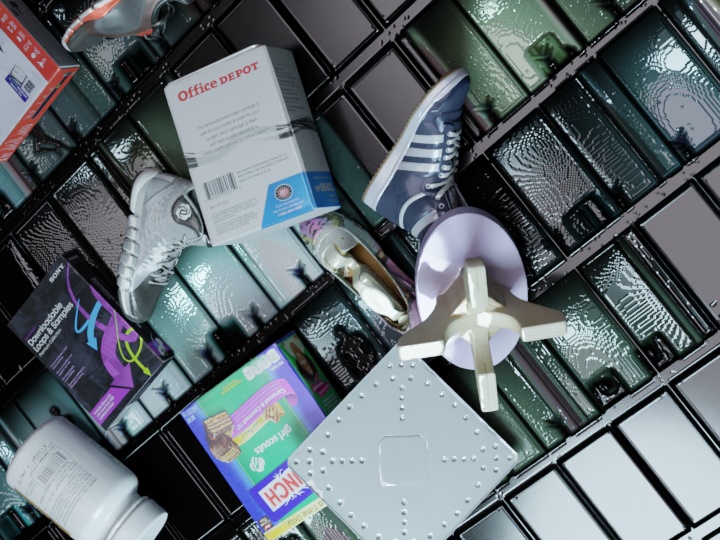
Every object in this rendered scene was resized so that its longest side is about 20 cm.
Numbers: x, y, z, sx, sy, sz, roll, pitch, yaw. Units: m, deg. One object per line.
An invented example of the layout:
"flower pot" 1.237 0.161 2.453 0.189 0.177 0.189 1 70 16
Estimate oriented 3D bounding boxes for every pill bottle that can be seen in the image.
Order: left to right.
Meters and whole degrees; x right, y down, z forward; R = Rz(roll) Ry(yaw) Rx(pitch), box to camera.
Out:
"pill bottle" -0.359 0.295 1.645 0.200 0.114 0.115 36 112 10

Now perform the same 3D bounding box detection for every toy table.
"toy table" 0.127 0.046 1.370 0.183 0.117 0.201 -19 117 7

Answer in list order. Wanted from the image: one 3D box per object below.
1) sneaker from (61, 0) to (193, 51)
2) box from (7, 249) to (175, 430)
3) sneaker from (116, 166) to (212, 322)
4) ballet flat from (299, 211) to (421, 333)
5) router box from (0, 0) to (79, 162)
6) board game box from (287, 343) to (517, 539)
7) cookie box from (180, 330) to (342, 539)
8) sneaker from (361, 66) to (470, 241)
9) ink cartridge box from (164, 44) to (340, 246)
"sneaker" -0.280 -0.304 1.504 0.199 0.077 0.082 -26 112 34
"box" -0.359 0.092 1.642 0.200 0.036 0.143 45 113 8
"sneaker" -0.235 -0.022 1.549 0.115 0.075 0.201 12 105 16
"ballet flat" 0.000 0.000 1.465 0.200 0.071 0.069 43 114 8
"router box" -0.486 -0.269 1.600 0.200 0.049 0.180 47 113 5
"board game box" 0.050 0.223 1.470 0.200 0.026 0.200 44 87 1
"cookie box" -0.098 0.207 1.546 0.171 0.075 0.201 -36 89 22
"sneaker" 0.093 -0.124 1.401 0.108 0.070 0.200 41 119 13
"ink cartridge box" -0.127 -0.146 1.461 0.145 0.084 0.201 -18 87 23
